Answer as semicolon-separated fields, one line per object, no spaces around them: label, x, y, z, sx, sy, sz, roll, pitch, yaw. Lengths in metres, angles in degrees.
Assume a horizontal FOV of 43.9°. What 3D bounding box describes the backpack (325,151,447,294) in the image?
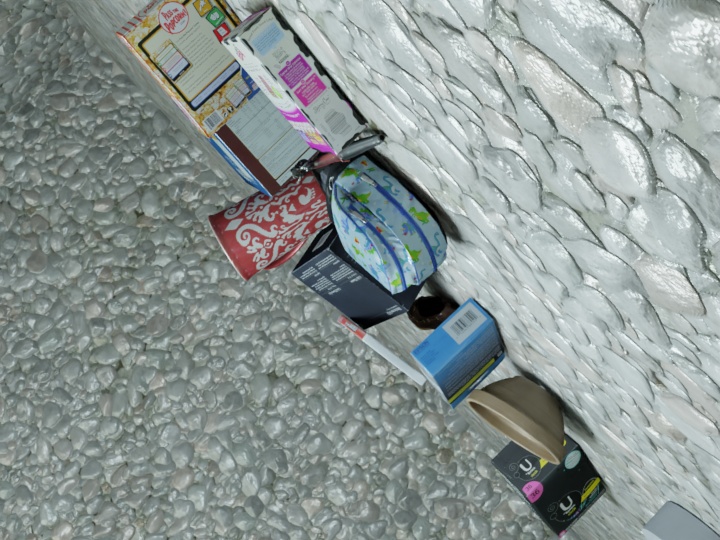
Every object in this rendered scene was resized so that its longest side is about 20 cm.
backpack;0.037;-0.063;1.282;0.199;0.154;0.164;30;153;23

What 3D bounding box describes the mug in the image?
mug;-0.150;-0.090;1.601;0.134;0.199;0.178;59;-179;2

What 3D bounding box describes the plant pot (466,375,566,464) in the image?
plant pot;0.299;0.256;1.623;0.200;0.093;0.201;35;170;7

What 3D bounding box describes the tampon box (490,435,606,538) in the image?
tampon box;0.398;0.432;1.882;0.126;0.150;0.200;39;171;50

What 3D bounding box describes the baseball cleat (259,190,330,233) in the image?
baseball cleat;-0.103;-0.135;1.680;0.199;0.070;0.106;33;162;-32

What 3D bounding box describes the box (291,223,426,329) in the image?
box;0.000;0.000;1.625;0.182;0.104;0.200;39;155;-12

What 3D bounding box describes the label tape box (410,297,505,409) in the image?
label tape box;0.178;0.151;1.581;0.066;0.143;0.200;45;174;27

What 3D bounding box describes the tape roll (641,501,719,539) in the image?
tape roll;0.560;0.475;1.467;0.200;0.066;0.200;46;175;5

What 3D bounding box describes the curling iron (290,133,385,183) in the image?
curling iron;-0.032;-0.155;1.232;0.199;0.050;0.026;-11;119;49

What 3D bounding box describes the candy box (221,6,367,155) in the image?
candy box;-0.091;-0.252;1.204;0.200;0.061;0.136;48;174;-21

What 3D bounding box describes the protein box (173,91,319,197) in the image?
protein box;-0.192;-0.254;1.526;0.200;0.135;0.198;49;174;-22

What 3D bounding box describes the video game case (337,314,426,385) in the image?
video game case;0.037;0.145;1.661;0.143;0.017;0.200;38;176;-16

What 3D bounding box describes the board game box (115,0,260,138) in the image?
board game box;-0.238;-0.323;1.331;0.200;0.151;0.046;51;172;-34

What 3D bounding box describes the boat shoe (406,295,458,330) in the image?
boat shoe;0.139;0.078;1.747;0.070;0.071;0.200;41;168;-21

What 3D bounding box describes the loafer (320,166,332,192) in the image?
loafer;-0.024;-0.138;1.493;0.072;0.063;0.200;56;177;6

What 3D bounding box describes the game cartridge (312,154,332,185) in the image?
game cartridge;-0.040;-0.144;1.679;0.133;0.040;0.200;36;168;42
